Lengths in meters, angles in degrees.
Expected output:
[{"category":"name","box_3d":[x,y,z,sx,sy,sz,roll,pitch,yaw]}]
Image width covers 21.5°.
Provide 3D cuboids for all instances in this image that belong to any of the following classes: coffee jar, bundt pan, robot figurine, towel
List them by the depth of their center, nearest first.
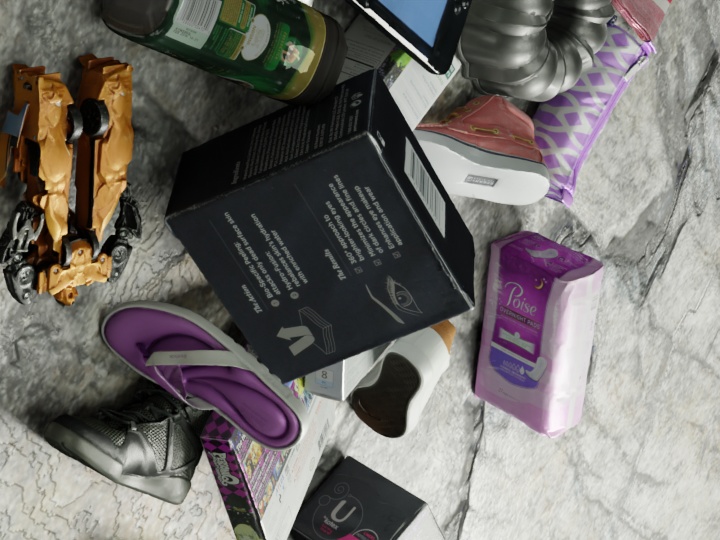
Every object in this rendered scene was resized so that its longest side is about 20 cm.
[{"category":"robot figurine","box_3d":[-0.238,-0.069,1.536,0.144,0.058,0.201,-14,119,-45]},{"category":"coffee jar","box_3d":[-0.107,-0.201,1.560,0.199,0.104,0.086,19,94,-45]},{"category":"bundt pan","box_3d":[0.188,-0.261,1.920,0.201,0.076,0.203,-27,129,-40]},{"category":"towel","box_3d":[0.335,-0.365,2.079,0.144,0.023,0.201,35,82,-53]}]

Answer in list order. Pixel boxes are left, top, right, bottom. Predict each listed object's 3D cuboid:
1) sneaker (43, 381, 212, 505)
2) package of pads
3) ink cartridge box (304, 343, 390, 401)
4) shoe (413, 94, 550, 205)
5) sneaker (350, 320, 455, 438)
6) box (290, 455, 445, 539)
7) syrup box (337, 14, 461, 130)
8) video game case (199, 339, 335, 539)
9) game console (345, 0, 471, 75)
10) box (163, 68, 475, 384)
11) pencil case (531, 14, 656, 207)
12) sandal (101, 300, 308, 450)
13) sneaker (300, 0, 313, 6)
[{"category":"sneaker","box_3d":[-0.199,0.134,1.683,0.199,0.076,0.115,29,85,-56]},{"category":"package of pads","box_3d":[0.193,0.070,2.071,0.075,0.120,0.201,-19,124,-43]},{"category":"ink cartridge box","box_3d":[0.000,0.000,1.819,0.160,0.047,0.201,-47,144,-52]},{"category":"shoe","box_3d":[0.095,-0.129,1.895,0.199,0.091,0.072,11,140,-26]},{"category":"sneaker","box_3d":[0.052,0.106,1.905,0.085,0.073,0.200,-46,176,-28]},{"category":"box","box_3d":[0.024,0.311,2.002,0.106,0.122,0.201,-46,138,-21]},{"category":"syrup box","box_3d":[-0.003,-0.147,1.752,0.200,0.081,0.079,-54,140,-15]},{"category":"video game case","box_3d":[-0.083,0.147,1.792,0.201,0.036,0.182,-67,153,-42]},{"category":"game console","box_3d":[0.091,-0.277,1.640,0.200,0.116,0.177,32,73,-55]},{"category":"box","box_3d":[-0.031,-0.035,1.633,0.197,0.199,0.118,58,20,-29]},{"category":"pencil case","box_3d":[0.236,-0.169,2.019,0.201,0.085,0.084,-61,148,-4]},{"category":"sandal","box_3d":[-0.135,0.091,1.640,0.083,0.202,0.050,-62,179,30]},{"category":"sneaker","box_3d":[-0.022,-0.315,1.648,0.200,0.074,0.088,-54,142,2]}]
